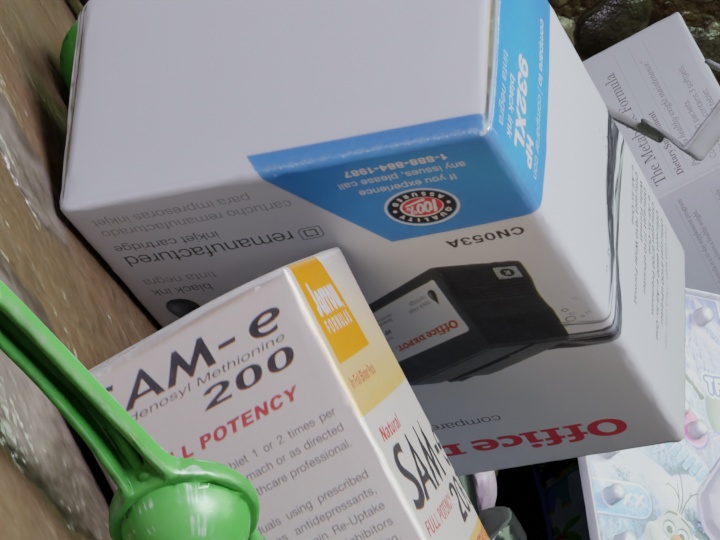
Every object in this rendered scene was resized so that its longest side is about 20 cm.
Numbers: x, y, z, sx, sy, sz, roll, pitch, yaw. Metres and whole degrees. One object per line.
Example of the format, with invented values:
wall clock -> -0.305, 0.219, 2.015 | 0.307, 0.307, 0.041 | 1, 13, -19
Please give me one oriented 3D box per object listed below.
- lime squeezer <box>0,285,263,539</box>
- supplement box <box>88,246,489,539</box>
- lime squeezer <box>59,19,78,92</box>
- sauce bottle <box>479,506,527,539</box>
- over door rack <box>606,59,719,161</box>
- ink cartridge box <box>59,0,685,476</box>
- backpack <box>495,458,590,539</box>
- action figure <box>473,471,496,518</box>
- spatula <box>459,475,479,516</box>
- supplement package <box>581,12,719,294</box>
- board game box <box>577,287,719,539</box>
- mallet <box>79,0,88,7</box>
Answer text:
lime squeezer -> -0.041, 0.083, 0.697 | 0.201, 0.038, 0.071 | 64, 32, -11
supplement box -> 0.003, 0.099, 0.809 | 0.201, 0.073, 0.126 | 62, 7, 0
lime squeezer -> -0.059, -0.062, 0.972 | 0.200, 0.070, 0.038 | 55, 24, -50
sauce bottle -> 0.087, 0.187, 1.127 | 0.201, 0.066, 0.066 | 59, 8, -12
over door rack -> 0.015, -0.081, 1.018 | 0.199, 0.067, 0.147 | 16, -5, 41
ink cartridge box -> 0.011, -0.013, 0.934 | 0.200, 0.144, 0.084 | 53, 33, -51
backpack -> 0.141, 0.135, 1.276 | 0.201, 0.146, 0.184 | -98, 171, -48
action figure -> 0.000, 0.000, 1.192 | 0.200, 0.134, 0.149 | 48, 53, -10
spatula -> 0.027, 0.051, 1.083 | 0.056, 0.020, 0.201 | 38, 37, -62
supplement package -> 0.098, -0.011, 1.367 | 0.110, 0.199, 0.114 | 56, 8, -42
board game box -> 0.173, 0.100, 1.177 | 0.199, 0.026, 0.201 | 11, 61, -36
mallet -> -0.058, -0.047, 1.075 | 0.201, 0.041, 0.066 | 57, 9, -11
